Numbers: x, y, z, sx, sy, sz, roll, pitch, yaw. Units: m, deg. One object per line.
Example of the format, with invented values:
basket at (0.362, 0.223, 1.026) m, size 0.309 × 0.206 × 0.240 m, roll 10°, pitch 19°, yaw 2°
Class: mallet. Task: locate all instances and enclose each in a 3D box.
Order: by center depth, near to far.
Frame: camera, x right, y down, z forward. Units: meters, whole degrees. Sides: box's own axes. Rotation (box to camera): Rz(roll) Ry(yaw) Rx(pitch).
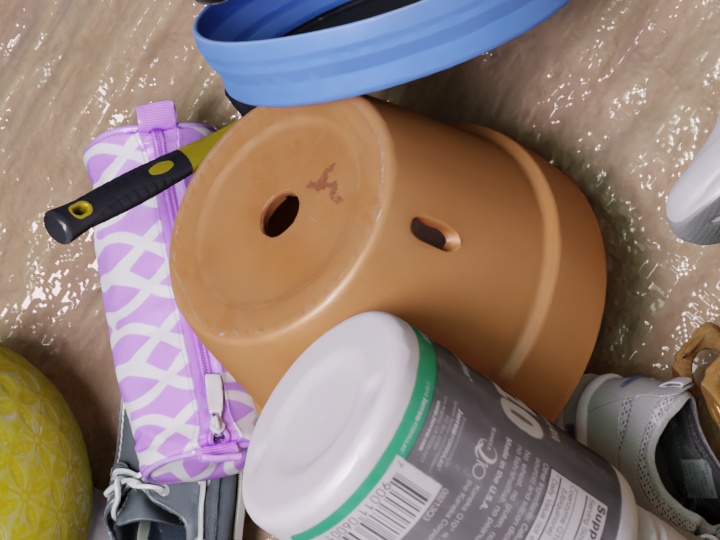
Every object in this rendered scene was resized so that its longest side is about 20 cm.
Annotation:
mallet at (-0.093, -0.065, 1.324) m, size 0.066 × 0.200 × 0.041 m, roll 52°, pitch 136°, yaw 17°

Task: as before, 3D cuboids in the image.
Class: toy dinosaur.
toy dinosaur at (0.206, 0.029, 1.272) m, size 0.106 × 0.060 × 0.200 m, roll -25°, pitch 80°, yaw -10°

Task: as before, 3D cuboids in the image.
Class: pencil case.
pencil case at (-0.096, 0.018, 1.373) m, size 0.084 × 0.086 × 0.200 m, roll -13°, pitch 77°, yaw -3°

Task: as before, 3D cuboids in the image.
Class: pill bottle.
pill bottle at (0.054, 0.114, 1.175) m, size 0.200 × 0.113 × 0.113 m, roll 35°, pitch 116°, yaw -25°

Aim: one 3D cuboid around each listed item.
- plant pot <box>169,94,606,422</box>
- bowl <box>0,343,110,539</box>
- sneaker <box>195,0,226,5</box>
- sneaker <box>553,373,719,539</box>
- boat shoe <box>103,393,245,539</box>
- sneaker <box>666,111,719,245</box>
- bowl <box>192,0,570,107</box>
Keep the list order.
plant pot at (0.000, 0.000, 1.266) m, size 0.200 × 0.140 × 0.200 m, roll -21°, pitch 53°, yaw 31°
bowl at (-0.200, 0.145, 1.430) m, size 0.108 × 0.200 × 0.200 m, roll 22°, pitch 110°, yaw -20°
sneaker at (-0.055, -0.178, 1.294) m, size 0.075 × 0.200 × 0.085 m, roll -47°, pitch 60°, yaw 55°
sneaker at (0.159, 0.144, 1.267) m, size 0.082 × 0.075 × 0.200 m, roll -14°, pitch 103°, yaw 45°
boat shoe at (-0.105, 0.130, 1.401) m, size 0.073 × 0.062 × 0.200 m, roll -15°, pitch 72°, yaw 28°
sneaker at (0.213, -0.097, 1.235) m, size 0.200 × 0.070 × 0.080 m, roll -47°, pitch 60°, yaw 4°
bowl at (0.018, -0.134, 1.262) m, size 0.200 × 0.201 × 0.039 m, roll -10°, pitch 112°, yaw 26°
